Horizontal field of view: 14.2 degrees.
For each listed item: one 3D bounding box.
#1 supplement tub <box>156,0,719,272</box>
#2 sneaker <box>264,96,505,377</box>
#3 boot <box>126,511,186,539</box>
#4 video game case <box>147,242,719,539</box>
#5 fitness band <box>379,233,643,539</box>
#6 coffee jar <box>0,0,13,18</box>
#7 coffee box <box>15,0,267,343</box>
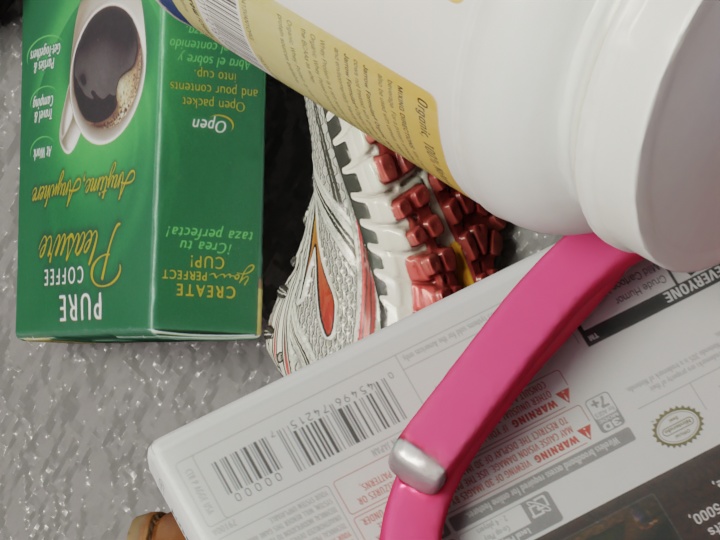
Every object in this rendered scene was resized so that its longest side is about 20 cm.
[{"bbox_3d":[0.041,-0.099,0.824,0.200,0.144,0.145,33,105,30],"label":"supplement tub"},{"bbox_3d":[0.000,0.000,0.937,0.082,0.078,0.201,-14,79,33],"label":"sneaker"},{"bbox_3d":[0.033,0.128,0.887,0.155,0.077,0.200,-34,88,22],"label":"boot"},{"bbox_3d":[0.065,0.086,0.850,0.199,0.023,0.182,-26,69,-14],"label":"video game case"},{"bbox_3d":[0.094,0.059,0.832,0.143,0.037,0.200,36,70,12],"label":"fitness band"},{"bbox_3d":[-0.167,-0.180,1.036,0.104,0.085,0.201,149,119,-74],"label":"coffee jar"},{"bbox_3d":[-0.075,-0.074,0.983,0.123,0.044,0.201,-6,82,60],"label":"coffee box"}]
